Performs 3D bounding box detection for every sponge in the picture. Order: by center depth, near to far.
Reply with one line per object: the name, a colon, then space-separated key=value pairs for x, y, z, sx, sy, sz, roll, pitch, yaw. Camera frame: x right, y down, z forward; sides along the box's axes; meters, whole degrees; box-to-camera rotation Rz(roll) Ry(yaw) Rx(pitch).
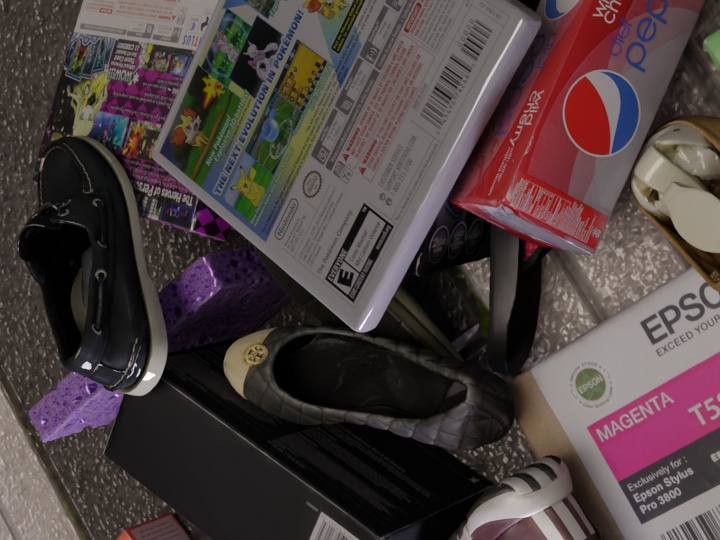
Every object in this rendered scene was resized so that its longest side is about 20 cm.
sponge: x=-0.126 y=0.048 z=0.988 sx=0.200 sy=0.112 sz=0.030 roll=-38 pitch=74 yaw=31

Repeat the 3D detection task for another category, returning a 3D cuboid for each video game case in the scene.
video game case: x=-0.017 y=-0.098 z=0.806 sx=0.182 sy=0.022 sz=0.200 roll=39 pitch=116 yaw=25
video game case: x=-0.131 y=-0.125 z=0.959 sx=0.200 sy=0.036 sz=0.181 roll=16 pitch=89 yaw=47

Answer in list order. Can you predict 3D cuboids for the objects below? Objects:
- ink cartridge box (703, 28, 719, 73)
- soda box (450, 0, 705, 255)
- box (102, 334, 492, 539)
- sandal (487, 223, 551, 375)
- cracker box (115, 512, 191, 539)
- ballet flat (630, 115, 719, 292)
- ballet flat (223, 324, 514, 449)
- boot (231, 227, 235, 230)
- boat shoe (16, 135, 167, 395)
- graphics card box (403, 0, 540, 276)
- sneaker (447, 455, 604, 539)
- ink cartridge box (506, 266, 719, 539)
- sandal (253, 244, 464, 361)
ink cartridge box: x=0.297 y=-0.108 z=0.714 sx=0.200 sy=0.084 sz=0.146 roll=-34 pitch=78 yaw=31
soda box: x=0.125 y=-0.112 z=0.784 sx=0.200 sy=0.063 sz=0.070 roll=-65 pitch=20 yaw=-3
box: x=-0.039 y=0.126 z=0.924 sx=0.200 sy=0.141 sz=0.079 roll=33 pitch=114 yaw=26
sandal: x=0.106 y=-0.034 z=0.857 sx=0.045 sy=0.075 sz=0.200 roll=8 pitch=108 yaw=27
cracker box: x=-0.130 y=0.297 z=1.052 sx=0.200 sy=0.058 sz=0.134 roll=49 pitch=118 yaw=18
ballet flat: x=0.175 y=-0.039 z=0.738 sx=0.069 sy=0.063 sz=0.200 roll=-60 pitch=24 yaw=16
ballet flat: x=0.000 y=0.060 z=0.856 sx=0.200 sy=0.057 sz=0.067 roll=7 pitch=65 yaw=33
boot: x=-0.045 y=-0.122 z=0.942 sx=0.165 sy=0.066 sz=0.200 roll=23 pitch=111 yaw=21
boat shoe: x=-0.180 y=-0.011 z=0.906 sx=0.075 sy=0.066 sz=0.199 roll=-43 pitch=53 yaw=36
graphics card box: x=0.058 y=-0.102 z=0.843 sx=0.051 sy=0.125 sz=0.200 roll=18 pitch=104 yaw=25
sneaker: x=0.097 y=0.196 z=0.838 sx=0.116 sy=0.076 sz=0.200 roll=54 pitch=156 yaw=19
ink cartridge box: x=0.202 y=0.084 z=0.804 sx=0.200 sy=0.075 sz=0.165 roll=-37 pitch=77 yaw=31
sandal: x=0.000 y=0.001 z=0.901 sx=0.080 sy=0.057 sz=0.201 roll=-9 pitch=129 yaw=40
